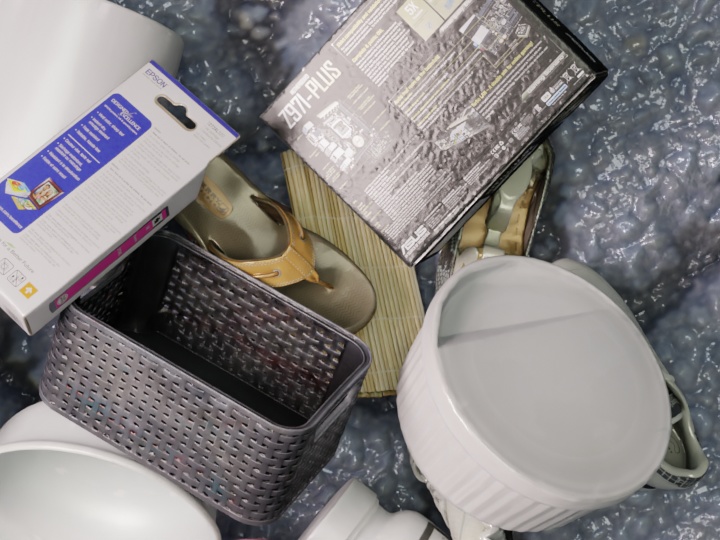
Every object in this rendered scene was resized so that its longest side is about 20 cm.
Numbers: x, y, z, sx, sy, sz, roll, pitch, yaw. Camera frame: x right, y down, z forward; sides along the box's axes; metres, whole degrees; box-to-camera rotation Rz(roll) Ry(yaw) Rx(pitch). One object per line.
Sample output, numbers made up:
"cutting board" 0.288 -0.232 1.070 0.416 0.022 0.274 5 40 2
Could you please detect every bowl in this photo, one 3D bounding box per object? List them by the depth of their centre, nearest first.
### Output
"bowl" -0.190 0.151 1.368 0.201 0.201 0.090 15 55 -1

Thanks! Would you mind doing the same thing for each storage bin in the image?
"storage bin" -0.110 0.073 1.293 0.200 0.135 0.094 28 124 12

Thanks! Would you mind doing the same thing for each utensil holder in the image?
"utensil holder" -0.234 -0.101 1.365 0.170 0.170 0.200 18 87 -1

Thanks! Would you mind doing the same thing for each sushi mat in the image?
"sushi mat" 0.000 0.000 1.406 0.096 0.012 0.200 -4 73 -29

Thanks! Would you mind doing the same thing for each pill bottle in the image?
"pill bottle" 0.042 0.256 1.385 0.200 0.116 0.116 39 88 1

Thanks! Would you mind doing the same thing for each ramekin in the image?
"ramekin" 0.118 0.096 1.321 0.202 0.094 0.203 16 51 -20

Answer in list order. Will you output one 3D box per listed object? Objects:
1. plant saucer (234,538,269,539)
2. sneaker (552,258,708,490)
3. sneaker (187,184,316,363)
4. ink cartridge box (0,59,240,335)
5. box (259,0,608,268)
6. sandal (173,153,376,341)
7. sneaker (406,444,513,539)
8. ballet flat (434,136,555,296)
"plant saucer" -0.075 0.295 1.322 0.200 0.051 0.201 -1 85 14
"sneaker" 0.206 0.077 1.407 0.076 0.080 0.200 -31 91 -15
"sneaker" -0.073 -0.025 1.426 0.082 0.077 0.200 -33 90 -29
"ink cartridge box" -0.185 -0.053 1.255 0.095 0.037 0.200 41 71 20
"box" 0.055 -0.130 1.351 0.164 0.086 0.200 44 105 5
"sandal" -0.072 -0.022 1.350 0.200 0.054 0.080 44 75 -3
"sneaker" 0.076 0.156 1.383 0.081 0.075 0.200 -4 50 7
"ballet flat" 0.104 -0.030 1.420 0.072 0.072 0.201 15 88 -1
